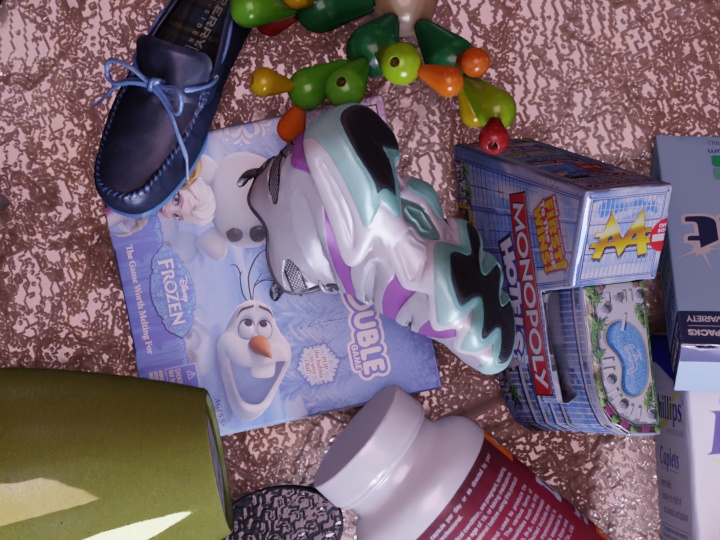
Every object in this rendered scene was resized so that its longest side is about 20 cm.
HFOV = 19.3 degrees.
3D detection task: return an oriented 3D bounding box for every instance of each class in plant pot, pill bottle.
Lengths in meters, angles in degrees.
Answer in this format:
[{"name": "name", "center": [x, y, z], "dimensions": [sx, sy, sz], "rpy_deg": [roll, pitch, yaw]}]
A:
[{"name": "plant pot", "center": [-0.186, 0.138, 1.333], "dimensions": [0.198, 0.187, 0.189], "rpy_deg": [-11, 90, 0]}, {"name": "pill bottle", "center": [0.072, 0.169, 1.377], "dimensions": [0.200, 0.113, 0.113], "rpy_deg": [40, 88, -9]}]

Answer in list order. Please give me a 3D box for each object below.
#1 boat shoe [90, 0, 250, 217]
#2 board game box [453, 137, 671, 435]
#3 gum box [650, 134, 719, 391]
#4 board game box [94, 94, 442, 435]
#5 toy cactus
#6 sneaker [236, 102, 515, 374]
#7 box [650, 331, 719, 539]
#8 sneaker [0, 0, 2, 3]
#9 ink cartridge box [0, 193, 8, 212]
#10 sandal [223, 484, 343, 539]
[{"name": "boat shoe", "center": [-0.127, -0.134, 1.379], "dimensions": [0.084, 0.069, 0.201], "rpy_deg": [14, 69, 10]}, {"name": "board game box", "center": [0.132, 0.007, 1.345], "dimensions": [0.061, 0.200, 0.202], "rpy_deg": [-6, 89, -19]}, {"name": "gum box", "center": [0.279, -0.006, 1.365], "dimensions": [0.168, 0.201, 0.045], "rpy_deg": [1, 132, 0]}, {"name": "board game box", "center": [-0.061, 0.001, 1.417], "dimensions": [0.197, 0.043, 0.202], "rpy_deg": [-12, 90, -3]}, {"name": "toy cactus", "center": [0.018, -0.147, 1.382], "dimensions": [0.198, 0.165, 0.103], "rpy_deg": [16, 134, 12]}, {"name": "sneaker", "center": [0.000, 0.000, 1.353], "dimensions": [0.139, 0.078, 0.201], "rpy_deg": [-28, 103, 33]}, {"name": "box", "center": [0.295, 0.134, 1.402], "dimensions": [0.182, 0.105, 0.202], "rpy_deg": [-5, 89, -3]}, {"name": "sneaker", "center": [-0.256, -0.197, 1.398], "dimensions": [0.099, 0.070, 0.202], "rpy_deg": [4, 90, -5]}, {"name": "ink cartridge box", "center": [-0.335, -0.077, 1.354], "dimensions": [0.199, 0.145, 0.085], "rpy_deg": [37, 88, -2]}, {"name": "sandal", "center": [-0.093, 0.211, 1.417], "dimensions": [0.200, 0.048, 0.075], "rpy_deg": [-43, 92, 10]}]
